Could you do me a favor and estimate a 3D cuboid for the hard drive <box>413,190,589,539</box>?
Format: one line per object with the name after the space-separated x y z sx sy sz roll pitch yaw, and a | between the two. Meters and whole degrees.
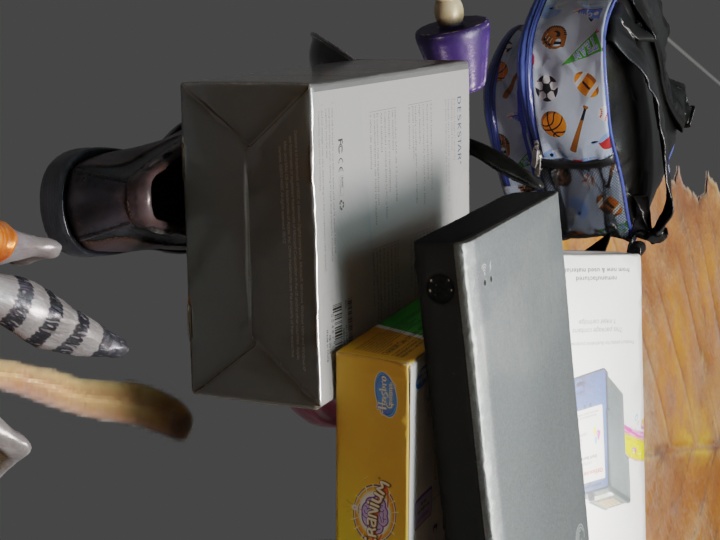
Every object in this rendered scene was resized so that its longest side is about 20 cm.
0.076 0.071 0.791 0.139 0.032 0.203 -27 113 -61 | hard drive

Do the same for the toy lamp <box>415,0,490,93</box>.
0.057 -0.226 1.100 0.058 0.058 0.203 -40 126 -55 | toy lamp

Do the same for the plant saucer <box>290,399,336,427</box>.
0.000 0.000 0.998 0.200 0.050 0.204 2 88 -63 | plant saucer

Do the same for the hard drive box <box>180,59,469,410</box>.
-0.011 -0.029 0.826 0.199 0.076 0.158 -20 112 -62 | hard drive box

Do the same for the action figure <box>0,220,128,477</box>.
-0.168 -0.031 0.622 0.194 0.103 0.202 60 41 -59 | action figure

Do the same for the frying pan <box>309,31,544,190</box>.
0.039 -0.087 0.960 0.031 0.189 0.115 -52 164 3 | frying pan

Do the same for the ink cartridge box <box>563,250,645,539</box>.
0.098 0.091 0.954 0.087 0.145 0.203 1 88 -32 | ink cartridge box

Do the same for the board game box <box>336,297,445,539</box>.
0.037 0.120 0.822 0.153 0.040 0.203 -28 122 -61 | board game box

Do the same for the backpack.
0.185 -0.141 1.248 0.201 0.152 0.192 -66 153 -48 | backpack

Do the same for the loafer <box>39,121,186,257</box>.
-0.085 -0.043 0.817 0.199 0.062 0.073 -21 107 -61 | loafer

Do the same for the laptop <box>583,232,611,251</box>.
0.136 0.107 1.174 0.188 0.114 0.202 -59 140 -52 | laptop
